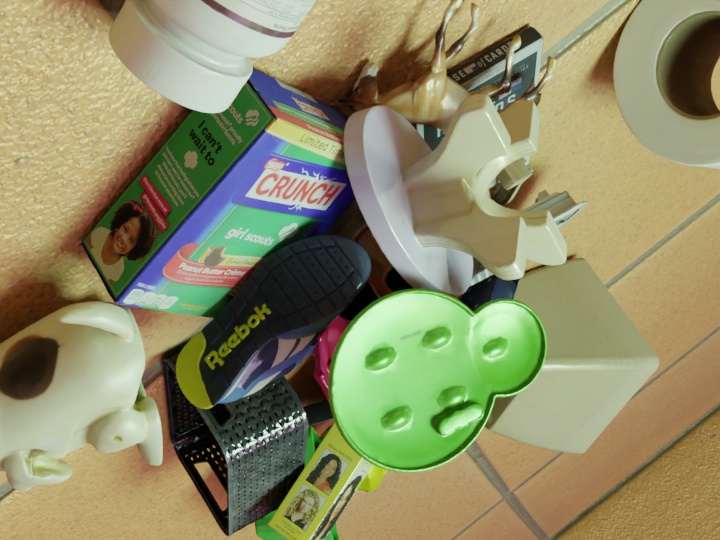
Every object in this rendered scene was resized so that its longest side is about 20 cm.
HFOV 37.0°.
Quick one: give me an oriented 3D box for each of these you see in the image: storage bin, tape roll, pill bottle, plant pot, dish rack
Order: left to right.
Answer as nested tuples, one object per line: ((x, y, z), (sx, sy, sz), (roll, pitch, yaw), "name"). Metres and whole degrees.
((-0.130, 0.167, 1.118), (0.094, 0.135, 0.200), (-25, 150, -24), "storage bin")
((-0.069, -0.203, 0.663), (0.109, 0.110, 0.200), (3, 132, -52), "pill bottle")
((0.150, -0.019, 1.223), (0.171, 0.044, 0.200), (-28, 166, -41), "dish rack")
((0.235, 0.118, 1.448), (0.177, 0.200, 0.200), (0, 135, -35), "plant pot")
((0.383, -0.204, 1.110), (0.139, 0.203, 0.203), (-1, 135, -48), "tape roll")

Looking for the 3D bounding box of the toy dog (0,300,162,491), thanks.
((-0.269, 0.108, 0.853), (0.199, 0.140, 0.194), (-16, 162, -19), "toy dog")

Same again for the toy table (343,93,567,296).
((0.085, -0.062, 0.890), (0.117, 0.184, 0.200), (-12, 147, 28), "toy table")

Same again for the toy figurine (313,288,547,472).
((0.037, 0.076, 0.963), (0.199, 0.151, 0.184), (-20, -170, -18), "toy figurine")

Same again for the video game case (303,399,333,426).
((0.031, 0.147, 1.290), (0.200, 0.026, 0.181), (-20, 171, 29), "video game case")

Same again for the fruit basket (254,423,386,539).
((-0.033, 0.264, 1.348), (0.215, 0.156, 0.216), (-10, 162, -4), "fruit basket")

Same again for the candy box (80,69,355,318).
((-0.100, -0.055, 0.884), (0.200, 0.077, 0.169), (-48, 152, 17), "candy box")

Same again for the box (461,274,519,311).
((0.091, 0.076, 1.070), (0.121, 0.032, 0.200), (-31, -155, 45), "box")

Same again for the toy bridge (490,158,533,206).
((0.124, -0.060, 1.160), (0.067, 0.027, 0.200), (-27, 166, -39), "toy bridge")

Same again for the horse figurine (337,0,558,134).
((0.092, -0.159, 0.952), (0.200, 0.050, 0.133), (21, 109, -41), "horse figurine")

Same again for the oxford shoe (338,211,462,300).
((0.050, 0.013, 0.993), (0.071, 0.071, 0.200), (-50, 148, 7), "oxford shoe")

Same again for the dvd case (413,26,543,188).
((0.112, -0.136, 1.076), (0.150, 0.025, 0.200), (-32, 153, -14), "dvd case")

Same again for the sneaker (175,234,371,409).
((-0.068, 0.042, 0.922), (0.200, 0.074, 0.082), (-38, 159, 16), "sneaker")

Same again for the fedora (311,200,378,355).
((0.000, 0.000, 1.072), (0.177, 0.090, 0.200), (-28, 144, -22), "fedora")

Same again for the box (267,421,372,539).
((-0.016, 0.196, 1.130), (0.200, 0.050, 0.075), (-57, 164, -5), "box")
